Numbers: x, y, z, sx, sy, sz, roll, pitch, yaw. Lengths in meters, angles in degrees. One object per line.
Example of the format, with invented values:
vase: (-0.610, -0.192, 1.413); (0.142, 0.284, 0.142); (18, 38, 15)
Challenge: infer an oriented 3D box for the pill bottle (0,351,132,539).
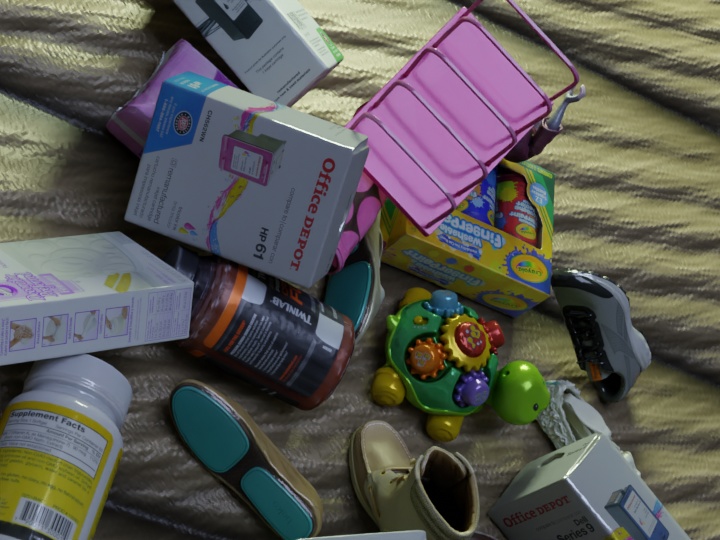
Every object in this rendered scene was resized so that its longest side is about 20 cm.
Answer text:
pill bottle: (-0.272, 0.178, 1.446); (0.114, 0.114, 0.202); (30, 53, -19)

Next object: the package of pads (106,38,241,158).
package of pads: (-0.151, -0.131, 1.711); (0.200, 0.076, 0.121); (41, 54, -11)

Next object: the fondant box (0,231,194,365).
fondant box: (-0.271, 0.022, 1.508); (0.198, 0.144, 0.059); (-8, 115, -37)

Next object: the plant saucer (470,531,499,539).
plant saucer: (0.112, 0.365, 1.682); (0.198, 0.032, 0.202); (17, 58, -29)

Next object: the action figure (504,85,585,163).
action figure: (0.162, -0.146, 1.829); (0.199, 0.133, 0.151); (10, 90, -59)

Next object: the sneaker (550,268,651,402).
sneaker: (0.269, 0.072, 1.879); (0.201, 0.073, 0.080); (54, 54, -36)

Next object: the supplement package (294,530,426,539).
supplement package: (-0.033, 0.352, 1.474); (0.146, 0.200, 0.193); (3, 67, -35)

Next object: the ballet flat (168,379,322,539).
ballet flat: (-0.110, 0.180, 1.607); (0.201, 0.068, 0.063); (51, 21, -6)

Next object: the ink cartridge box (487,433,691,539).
ink cartridge box: (0.252, 0.286, 1.746); (0.201, 0.145, 0.087); (52, 51, -3)

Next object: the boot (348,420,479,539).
boot: (0.052, 0.205, 1.621); (0.072, 0.156, 0.202); (-5, 55, -19)

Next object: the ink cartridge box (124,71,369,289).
ink cartridge box: (-0.107, -0.088, 1.596); (0.198, 0.146, 0.085); (20, 14, 6)

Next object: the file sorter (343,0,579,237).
file sorter: (0.100, -0.161, 1.650); (0.139, 0.125, 0.200); (45, 75, -4)

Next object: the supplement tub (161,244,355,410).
supplement tub: (-0.110, 0.051, 1.630); (0.199, 0.107, 0.108); (29, 54, -21)

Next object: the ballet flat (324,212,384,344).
ballet flat: (0.000, 0.000, 1.767); (0.069, 0.069, 0.202); (17, 58, -28)

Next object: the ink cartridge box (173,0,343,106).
ink cartridge box: (-0.117, -0.270, 1.760); (0.200, 0.083, 0.147); (50, 13, -4)

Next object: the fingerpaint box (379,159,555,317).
fingerpaint box: (0.121, -0.063, 1.873); (0.198, 0.073, 0.168); (23, 56, -24)

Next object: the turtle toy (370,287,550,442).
turtle toy: (0.109, 0.100, 1.765); (0.199, 0.101, 0.147); (33, 52, -17)

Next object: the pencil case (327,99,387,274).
pencil case: (-0.014, -0.085, 1.725); (0.201, 0.093, 0.091); (-56, 127, -36)

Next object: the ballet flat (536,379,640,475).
ballet flat: (0.263, 0.204, 1.848); (0.201, 0.072, 0.072); (51, 49, -4)
